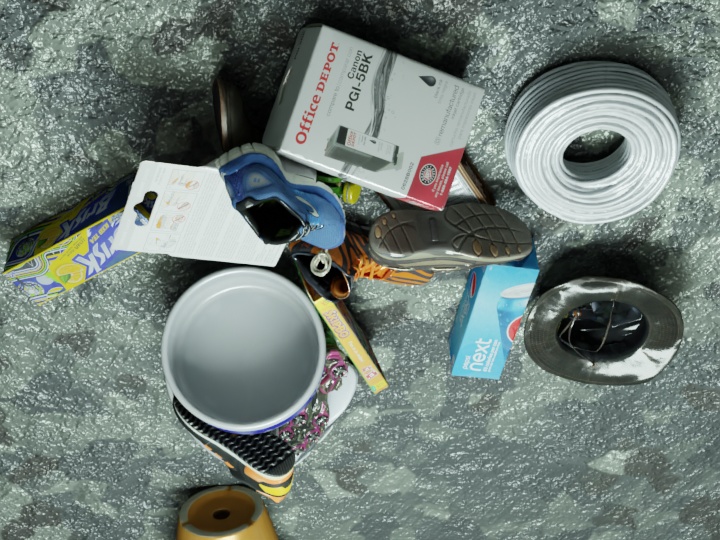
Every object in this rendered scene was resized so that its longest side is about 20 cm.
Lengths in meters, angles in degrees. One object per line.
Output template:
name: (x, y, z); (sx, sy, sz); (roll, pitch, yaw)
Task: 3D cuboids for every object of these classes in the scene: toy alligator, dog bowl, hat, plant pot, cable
toy alligator: (-0.037, -0.089, 1.563); (0.059, 0.054, 0.200); (13, 98, 17)
dog bowl: (-0.141, 0.100, 1.692); (0.200, 0.201, 0.079); (-2, 168, 0)
hat: (0.309, 0.060, 1.760); (0.200, 0.081, 0.201); (3, 128, 4)
plant pot: (-0.192, 0.424, 2.011); (0.200, 0.200, 0.184); (-4, 117, 1)
cable: (0.265, -0.144, 1.575); (0.200, 0.069, 0.200); (8, 132, -10)

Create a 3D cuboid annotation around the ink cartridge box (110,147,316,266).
ink cartridge box: (-0.167, -0.077, 1.547); (0.200, 0.050, 0.161); (7, 141, -20)

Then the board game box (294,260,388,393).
board game box: (-0.027, 0.061, 1.733); (0.030, 0.096, 0.200); (-31, 129, 5)

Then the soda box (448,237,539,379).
soda box: (0.167, 0.047, 1.751); (0.068, 0.064, 0.200); (7, 132, -8)

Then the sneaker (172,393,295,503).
sneaker: (-0.167, 0.224, 1.751); (0.200, 0.070, 0.090); (34, 141, 26)

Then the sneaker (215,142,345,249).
sneaker: (-0.082, -0.057, 1.473); (0.078, 0.089, 0.200); (-24, 150, 26)

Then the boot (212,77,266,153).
boot: (-0.111, -0.150, 1.563); (0.097, 0.075, 0.200); (-12, 143, -4)

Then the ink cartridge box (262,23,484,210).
ink cartridge box: (0.013, -0.166, 1.494); (0.200, 0.083, 0.147); (18, 92, -18)

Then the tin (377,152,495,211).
tin: (0.087, -0.091, 1.640); (0.112, 0.042, 0.200); (-22, 130, 22)

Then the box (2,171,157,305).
box: (-0.329, -0.037, 1.654); (0.200, 0.064, 0.070); (-26, 128, 19)

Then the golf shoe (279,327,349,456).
golf shoe: (-0.079, 0.160, 1.815); (0.072, 0.092, 0.200); (6, 122, -34)

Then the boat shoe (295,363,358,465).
boat shoe: (-0.067, 0.202, 1.882); (0.072, 0.068, 0.200); (38, 105, 14)

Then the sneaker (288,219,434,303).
sneaker: (0.000, 0.000, 1.667); (0.200, 0.112, 0.078); (17, 130, -17)

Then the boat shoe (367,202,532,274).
boat shoe: (0.103, -0.035, 1.632); (0.200, 0.075, 0.073); (3, 158, -11)

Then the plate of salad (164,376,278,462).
plate of salad: (-0.179, 0.169, 1.812); (0.200, 0.048, 0.200); (20, 125, 31)
